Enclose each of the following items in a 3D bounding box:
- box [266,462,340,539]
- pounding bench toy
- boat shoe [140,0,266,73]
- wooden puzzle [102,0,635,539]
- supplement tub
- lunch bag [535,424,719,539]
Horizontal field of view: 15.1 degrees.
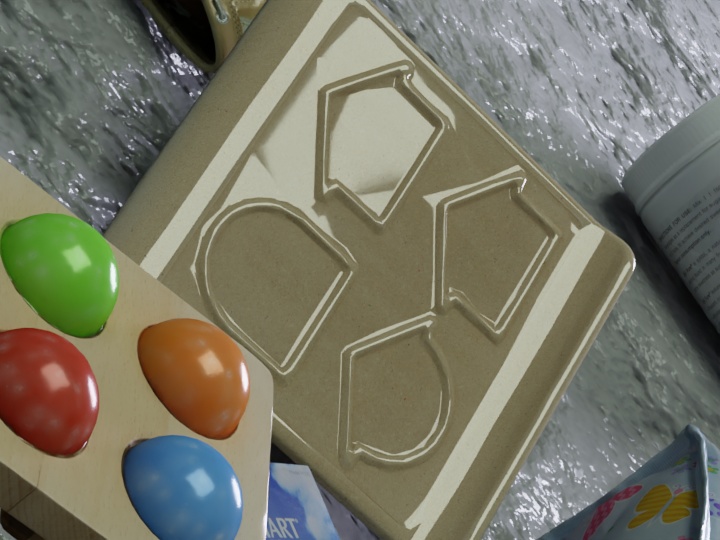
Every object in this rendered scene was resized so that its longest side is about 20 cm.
[{"bbox_3d":[-0.025,0.162,0.959,0.122,0.048,0.200,11,46,-55],"label":"box"},{"bbox_3d":[-0.112,0.045,0.843,0.124,0.156,0.200,39,28,-24],"label":"pounding bench toy"},{"bbox_3d":[-0.109,-0.176,1.254,0.200,0.072,0.076,48,42,4],"label":"boat shoe"},{"bbox_3d":[0.000,0.000,1.147,0.200,0.046,0.185,40,60,-14],"label":"wooden puzzle"},{"bbox_3d":[0.254,-0.004,1.548,0.200,0.132,0.132,57,26,10],"label":"supplement tub"},{"bbox_3d":[0.147,0.186,1.127,0.170,0.127,0.200,48,16,-11],"label":"lunch bag"}]
